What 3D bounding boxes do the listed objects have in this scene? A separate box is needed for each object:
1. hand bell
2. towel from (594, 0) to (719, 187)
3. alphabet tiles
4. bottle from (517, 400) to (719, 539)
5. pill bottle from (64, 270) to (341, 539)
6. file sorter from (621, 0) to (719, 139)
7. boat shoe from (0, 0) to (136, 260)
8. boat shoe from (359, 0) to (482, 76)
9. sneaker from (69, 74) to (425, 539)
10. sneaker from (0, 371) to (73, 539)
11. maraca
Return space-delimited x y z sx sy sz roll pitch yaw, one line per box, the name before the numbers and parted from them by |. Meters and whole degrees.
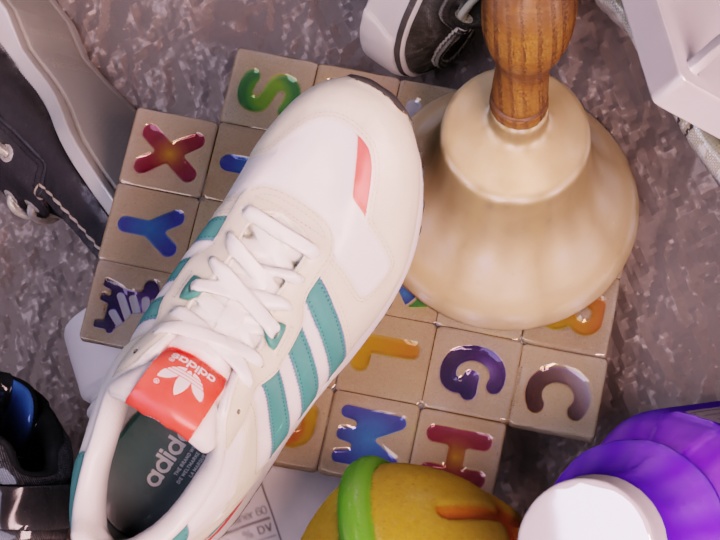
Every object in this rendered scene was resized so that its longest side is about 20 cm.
hand bell | 0.058 -0.065 0.996 0.104 0.200 0.105 0 66 -1
towel | 0.138 -0.031 0.972 0.034 0.192 0.200 -33 74 14
alphabet tiles | 0.000 0.000 1.079 0.199 0.006 0.167 11 67 4
bottle | 0.110 0.089 0.976 0.065 0.200 0.084 16 95 22
pill bottle | -0.045 0.103 1.105 0.114 0.114 0.201 -25 77 25
file sorter | 0.159 -0.137 0.907 0.124 0.139 0.201 -39 45 31
boat shoe | -0.132 -0.056 1.180 0.060 0.074 0.200 -46 66 19
boat shoe | 0.052 -0.117 1.041 0.064 0.200 0.071 39 65 6
sneaker | -0.042 0.025 0.992 0.070 0.093 0.200 32 101 5
sneaker | -0.170 0.092 1.169 0.200 0.073 0.112 12 96 54
maraca | 0.037 0.159 0.992 0.107 0.137 0.201 -21 94 16
